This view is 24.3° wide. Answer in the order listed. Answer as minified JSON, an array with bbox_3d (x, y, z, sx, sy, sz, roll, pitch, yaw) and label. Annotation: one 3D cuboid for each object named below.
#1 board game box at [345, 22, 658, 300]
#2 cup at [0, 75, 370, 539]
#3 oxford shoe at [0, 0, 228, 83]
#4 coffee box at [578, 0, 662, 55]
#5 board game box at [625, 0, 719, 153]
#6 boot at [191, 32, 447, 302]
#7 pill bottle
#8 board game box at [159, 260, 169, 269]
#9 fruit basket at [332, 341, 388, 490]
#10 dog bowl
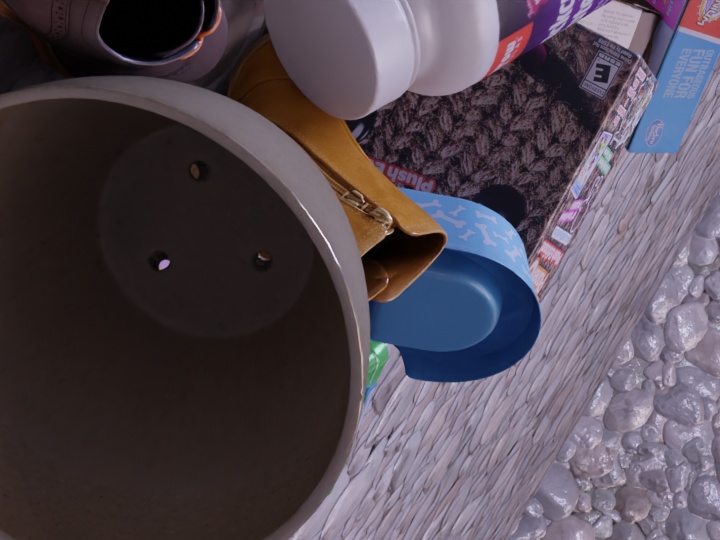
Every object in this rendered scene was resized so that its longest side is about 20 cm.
[{"bbox_3d":[0.060,-0.070,1.015,0.200,0.159,0.097,-62,164,5],"label":"board game box"},{"bbox_3d":[-0.082,0.005,0.682,0.143,0.200,0.201,-60,174,-66],"label":"cup"},{"bbox_3d":[-0.087,-0.098,0.659,0.071,0.072,0.200,-62,165,5],"label":"oxford shoe"},{"bbox_3d":[0.112,-0.116,1.154,0.200,0.080,0.114,-66,-152,22],"label":"coffee box"},{"bbox_3d":[0.192,-0.203,1.173,0.040,0.200,0.153,0,133,-20],"label":"board game box"},{"bbox_3d":[-0.016,-0.050,0.840,0.201,0.144,0.071,-41,156,-51],"label":"boot"},{"bbox_3d":[0.053,-0.155,0.835,0.200,0.111,0.112,-33,153,-28],"label":"pill bottle"},{"bbox_3d":[-0.111,0.085,0.792,0.158,0.039,0.200,-28,122,-29],"label":"board game box"},{"bbox_3d":[-0.022,0.073,1.146,0.200,0.094,0.186,-39,154,-61],"label":"fruit basket"},{"bbox_3d":[0.000,0.000,0.911,0.112,0.199,0.050,102,-4,-48],"label":"dog bowl"}]
